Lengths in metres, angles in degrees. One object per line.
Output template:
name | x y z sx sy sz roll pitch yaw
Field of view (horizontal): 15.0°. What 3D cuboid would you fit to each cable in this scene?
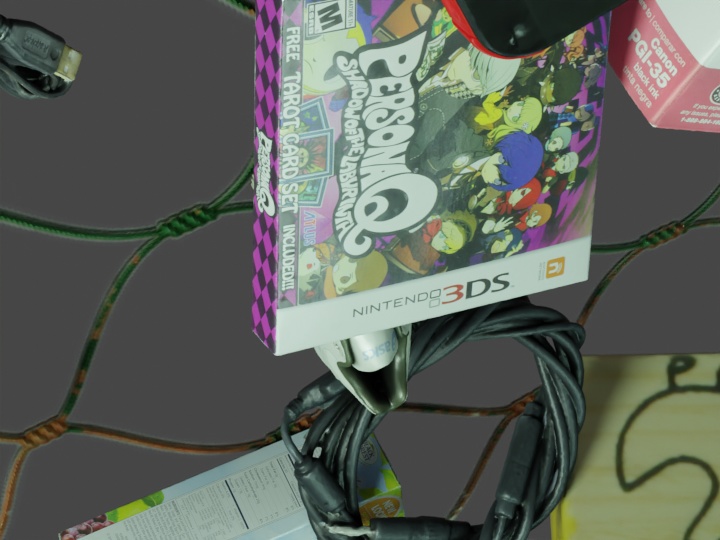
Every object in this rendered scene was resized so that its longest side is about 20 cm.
cable | 0.058 0.100 1.593 0.200 0.051 0.163 -33 109 -14

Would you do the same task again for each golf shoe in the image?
golf shoe | 0.000 0.000 1.419 0.078 0.097 0.200 -22 149 -4

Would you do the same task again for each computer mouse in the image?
computer mouse | -0.217 -0.050 1.225 0.200 0.044 0.110 -45 151 19

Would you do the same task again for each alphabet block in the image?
alphabet block | 0.222 0.175 1.716 0.200 0.195 0.196 -2 147 1

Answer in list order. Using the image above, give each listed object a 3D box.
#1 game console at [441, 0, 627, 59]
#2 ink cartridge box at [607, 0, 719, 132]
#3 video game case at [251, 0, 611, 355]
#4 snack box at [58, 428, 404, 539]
game console | 0.095 -0.195 1.214 0.177 0.031 0.200 -32 136 2
ink cartridge box | 0.231 -0.162 1.359 0.146 0.083 0.200 2 140 -39
video game case | 0.034 -0.066 1.329 0.181 0.036 0.200 -13 125 -24
snack box | -0.071 0.184 1.680 0.200 0.068 0.169 -24 150 -9
